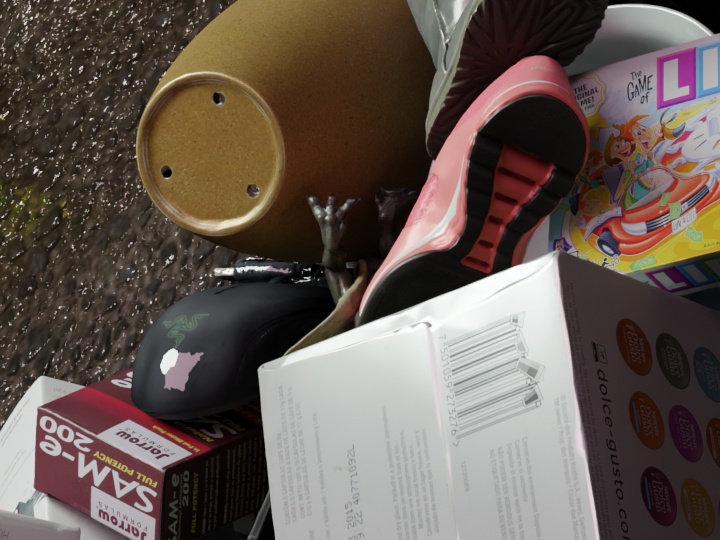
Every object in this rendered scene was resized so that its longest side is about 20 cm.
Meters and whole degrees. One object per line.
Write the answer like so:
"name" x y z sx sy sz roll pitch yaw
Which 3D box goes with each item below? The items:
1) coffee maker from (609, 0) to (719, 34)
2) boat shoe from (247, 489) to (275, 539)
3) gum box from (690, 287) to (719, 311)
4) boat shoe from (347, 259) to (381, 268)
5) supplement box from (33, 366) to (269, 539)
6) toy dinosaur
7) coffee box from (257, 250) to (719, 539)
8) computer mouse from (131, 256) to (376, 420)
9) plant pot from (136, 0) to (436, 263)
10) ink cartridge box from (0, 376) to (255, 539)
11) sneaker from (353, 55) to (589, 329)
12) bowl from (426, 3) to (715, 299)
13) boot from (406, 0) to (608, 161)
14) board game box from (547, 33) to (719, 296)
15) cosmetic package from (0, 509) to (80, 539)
"coffee maker" 0.126 -0.194 1.757 0.200 0.192 0.135 -1 42 43
"boat shoe" -0.022 0.105 1.655 0.070 0.066 0.200 -8 50 43
"gum box" 0.205 -0.023 1.658 0.200 0.045 0.170 -45 39 12
"boat shoe" 0.005 -0.015 1.845 0.073 0.067 0.200 -16 50 39
"supplement box" -0.086 0.093 1.739 0.109 0.200 0.061 23 121 35
"toy dinosaur" 0.000 0.000 1.622 0.047 0.200 0.088 5 99 19
"coffee box" 0.093 0.130 1.498 0.200 0.198 0.200 -22 63 35
"computer mouse" -0.068 0.027 1.725 0.138 0.053 0.200 2 22 31
"plant pot" -0.043 -0.082 1.693 0.186 0.200 0.187 4 101 22
"ink cartridge box" -0.140 0.177 1.766 0.086 0.146 0.200 -56 30 35
"sneaker" 0.063 -0.028 1.558 0.200 0.074 0.087 -58 13 28
"bowl" 0.141 -0.040 1.619 0.201 0.090 0.201 -18 54 27
"boot" 0.071 -0.178 1.623 0.182 0.072 0.200 -52 27 41
"board game box" 0.192 -0.060 1.506 0.200 0.034 0.135 -15 55 29
"cosmetic package" -0.232 0.166 1.643 0.200 0.101 0.071 168 115 -70
